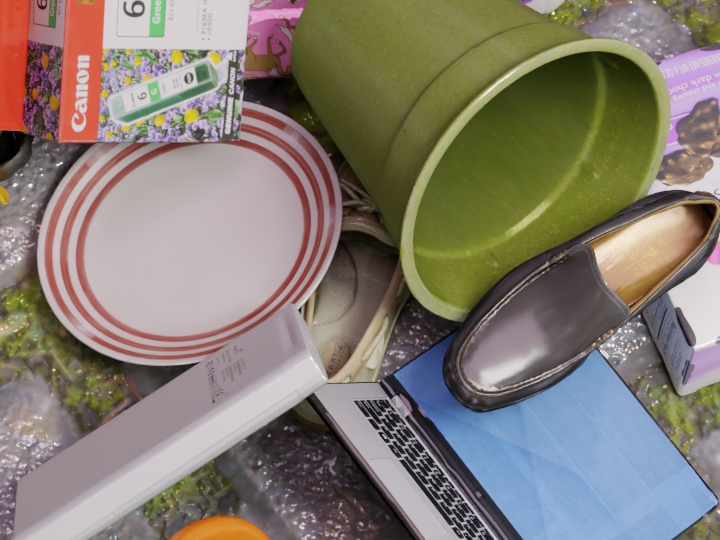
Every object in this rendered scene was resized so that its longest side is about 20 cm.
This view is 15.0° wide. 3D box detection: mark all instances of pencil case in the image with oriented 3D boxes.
[{"bbox_3d":[-0.075,-0.165,1.787,0.198,0.087,0.083,-6,99,-6],"label":"pencil case"}]

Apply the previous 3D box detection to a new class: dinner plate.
[{"bbox_3d":[-0.106,-0.022,1.724,0.199,0.024,0.201,-7,57,11],"label":"dinner plate"}]

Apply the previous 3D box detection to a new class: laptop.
[{"bbox_3d":[0.093,0.107,1.625,0.116,0.200,0.188,-42,75,14],"label":"laptop"}]

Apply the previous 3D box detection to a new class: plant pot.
[{"bbox_3d":[0.055,-0.103,1.678,0.199,0.201,0.190,-31,50,-17],"label":"plant pot"}]

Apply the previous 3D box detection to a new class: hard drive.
[{"bbox_3d":[-0.113,0.095,1.596,0.199,0.132,0.026,-33,103,2],"label":"hard drive"}]

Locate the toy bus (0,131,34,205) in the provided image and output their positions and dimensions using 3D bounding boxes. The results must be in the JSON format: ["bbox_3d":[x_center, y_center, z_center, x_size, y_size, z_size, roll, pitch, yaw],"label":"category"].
[{"bbox_3d":[-0.314,-0.139,1.744,0.190,0.136,0.201,-8,65,8],"label":"toy bus"}]

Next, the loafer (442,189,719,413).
[{"bbox_3d":[0.133,0.011,1.625,0.200,0.072,0.073,-38,87,-16],"label":"loafer"}]

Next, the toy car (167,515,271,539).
[{"bbox_3d":[-0.081,0.232,1.512,0.174,0.150,0.201,18,56,-34],"label":"toy car"}]

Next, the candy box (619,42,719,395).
[{"bbox_3d":[0.244,-0.042,1.741,0.167,0.072,0.201,-17,64,-11],"label":"candy box"}]

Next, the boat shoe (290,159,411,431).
[{"bbox_3d":[-0.003,0.000,1.713,0.073,0.063,0.202,15,63,5],"label":"boat shoe"}]

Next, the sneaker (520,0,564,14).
[{"bbox_3d":[0.092,-0.268,1.848,0.080,0.084,0.201,-21,64,-14],"label":"sneaker"}]

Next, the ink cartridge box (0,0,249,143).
[{"bbox_3d":[-0.163,-0.134,1.668,0.199,0.050,0.110,-3,102,-37],"label":"ink cartridge box"}]
